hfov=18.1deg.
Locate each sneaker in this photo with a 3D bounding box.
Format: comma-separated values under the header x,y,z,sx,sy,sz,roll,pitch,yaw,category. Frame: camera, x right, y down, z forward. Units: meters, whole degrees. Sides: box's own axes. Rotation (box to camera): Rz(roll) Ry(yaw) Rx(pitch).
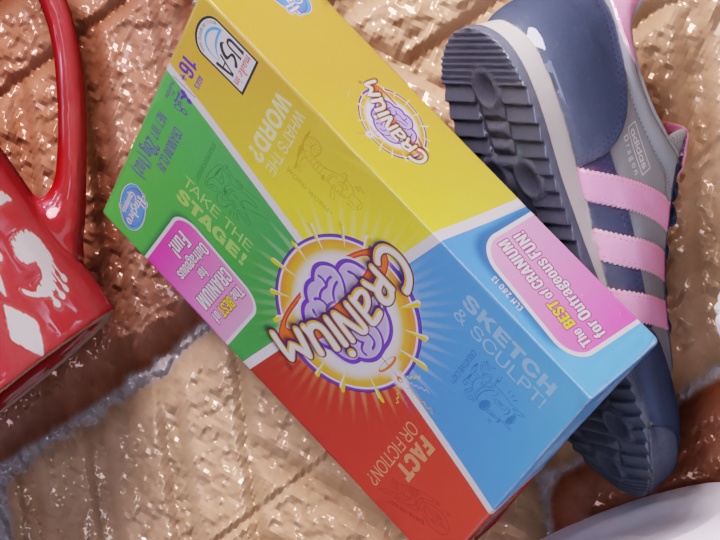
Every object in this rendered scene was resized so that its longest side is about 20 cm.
x,y,z,sx,sy,sz,roll,pitch,yaw,category
0.097,-0.013,0.836,0.070,0.082,0.201,21,135,51,sneaker

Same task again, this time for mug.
x,y,z,sx,sy,sz,roll,pitch,yaw,category
-0.188,-0.040,0.909,0.177,0.133,0.200,-38,89,25,mug

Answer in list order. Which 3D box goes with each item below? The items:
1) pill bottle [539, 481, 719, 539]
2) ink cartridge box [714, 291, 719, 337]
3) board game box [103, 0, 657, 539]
x,y,z,sx,sy,sz,roll,pitch,yaw,category
0.133,0.189,0.835,0.113,0.113,0.201,-16,94,23,pill bottle
0.191,0.087,0.771,0.083,0.144,0.201,-17,95,15,ink cartridge box
0.000,0.000,0.846,0.200,0.040,0.153,46,145,10,board game box
